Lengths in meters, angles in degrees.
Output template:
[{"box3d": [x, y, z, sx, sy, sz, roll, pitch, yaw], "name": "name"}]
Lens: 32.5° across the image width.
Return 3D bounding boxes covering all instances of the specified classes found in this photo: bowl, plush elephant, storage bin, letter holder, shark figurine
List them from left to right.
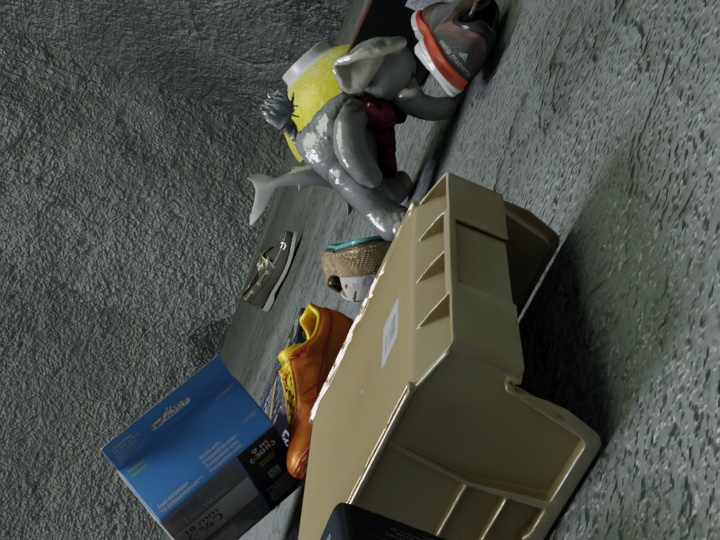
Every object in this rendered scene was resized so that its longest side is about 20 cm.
[{"box3d": [-0.049, -0.115, 1.724, 0.128, 0.214, 0.090, -15, 91, 45], "name": "shark figurine"}, {"box3d": [-0.045, -0.255, 1.727, 0.200, 0.108, 0.200, -41, 5, 4], "name": "bowl"}, {"box3d": [0.017, -0.156, 1.225, 0.155, 0.200, 0.165, -48, 6, 15], "name": "plush elephant"}, {"box3d": [0.073, -0.347, 1.490, 0.200, 0.100, 0.142, 119, 170, -46], "name": "letter holder"}, {"box3d": [0.041, 0.080, 0.668, 0.200, 0.094, 0.199, -84, 17, -61], "name": "storage bin"}]

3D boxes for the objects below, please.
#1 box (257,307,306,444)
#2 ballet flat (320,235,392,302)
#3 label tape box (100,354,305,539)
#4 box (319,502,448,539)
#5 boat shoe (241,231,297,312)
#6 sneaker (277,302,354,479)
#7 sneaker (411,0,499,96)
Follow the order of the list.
[{"box3d": [-0.087, 0.159, 1.467, 0.200, 0.049, 0.161, -86, 17, -64], "name": "box"}, {"box3d": [0.000, 0.000, 1.294, 0.200, 0.070, 0.065, 173, 90, -84], "name": "ballet flat"}, {"box3d": [-0.147, 0.193, 1.210, 0.144, 0.063, 0.200, -40, -33, -14], "name": "label tape box"}, {"box3d": [0.018, 0.202, 0.463, 0.200, 0.107, 0.149, -111, 43, -79], "name": "box"}, {"box3d": [-0.175, -0.002, 2.403, 0.072, 0.060, 0.202, -79, 13, -50], "name": "boat shoe"}, {"box3d": [-0.054, 0.122, 1.248, 0.073, 0.077, 0.200, 121, 165, -45], "name": "sneaker"}, {"box3d": [0.102, -0.226, 1.180, 0.082, 0.077, 0.200, -38, 19, 17], "name": "sneaker"}]
